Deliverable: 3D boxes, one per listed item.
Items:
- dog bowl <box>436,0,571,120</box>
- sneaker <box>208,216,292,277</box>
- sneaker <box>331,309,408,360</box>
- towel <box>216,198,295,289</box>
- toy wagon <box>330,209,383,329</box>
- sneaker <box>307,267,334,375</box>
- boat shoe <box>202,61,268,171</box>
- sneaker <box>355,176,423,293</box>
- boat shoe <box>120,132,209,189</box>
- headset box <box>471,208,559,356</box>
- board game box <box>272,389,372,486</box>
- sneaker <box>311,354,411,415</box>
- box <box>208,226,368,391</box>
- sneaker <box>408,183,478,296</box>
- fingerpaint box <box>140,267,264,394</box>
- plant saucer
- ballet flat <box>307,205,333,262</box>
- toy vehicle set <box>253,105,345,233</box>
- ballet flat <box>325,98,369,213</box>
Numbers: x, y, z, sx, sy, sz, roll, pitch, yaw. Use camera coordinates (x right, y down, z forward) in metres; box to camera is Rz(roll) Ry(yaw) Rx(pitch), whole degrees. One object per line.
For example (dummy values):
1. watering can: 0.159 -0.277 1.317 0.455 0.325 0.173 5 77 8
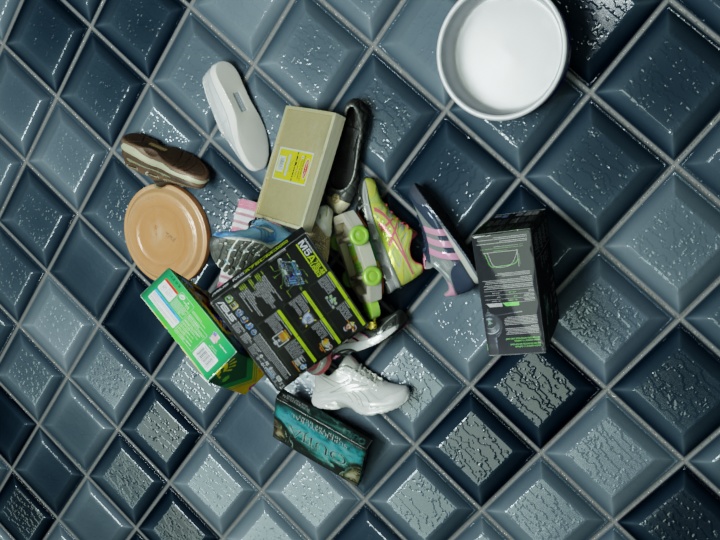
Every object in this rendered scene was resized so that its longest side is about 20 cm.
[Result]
1. dog bowl: 0.220 -0.334 1.185 0.196 0.079 0.204 5 104 21
2. sneaker: -0.180 -0.044 1.302 0.079 0.198 0.090 -52 60 24
3. sneaker: -0.014 0.101 1.390 0.197 0.080 0.088 -22 90 23
4. towel: -0.175 -0.024 1.384 0.143 0.030 0.204 10 73 6
5. toy wagon: 0.000 0.000 1.326 0.039 0.155 0.203 -19 93 -15
6. sneaker: -0.088 0.081 1.358 0.073 0.086 0.204 -1 82 45
7. boat shoe: -0.231 -0.271 1.399 0.068 0.072 0.203 -16 103 46
8. sneaker: 0.050 -0.068 1.333 0.089 0.078 0.204 -17 86 -9
9. boat shoe: -0.371 -0.193 1.478 0.200 0.074 0.076 29 124 21
10. headset box: 0.248 0.022 1.209 0.091 0.174 0.204 -6 102 22
11. board game box: -0.076 0.318 1.466 0.198 0.028 0.137 27 137 16
12. sneaker: -0.004 0.205 1.414 0.196 0.078 0.101 0 99 22
13. box: -0.116 0.066 1.275 0.192 0.048 0.201 -37 112 -4
14. sneaker: 0.124 -0.047 1.299 0.081 0.070 0.202 -33 88 21
15. fingerpaint box: -0.261 0.107 1.332 0.073 0.167 0.200 -43 69 -1
16. plant saucer: -0.387 -0.070 1.529 0.197 0.032 0.204 6 105 21
17. ballet flat: -0.086 -0.111 1.351 0.065 0.070 0.202 -31 71 15
18. toy vehicle set: -0.106 -0.175 1.319 0.123 0.026 0.204 18 92 39
19. ballet flat: -0.030 -0.196 1.335 0.065 0.057 0.204 17 109 19
